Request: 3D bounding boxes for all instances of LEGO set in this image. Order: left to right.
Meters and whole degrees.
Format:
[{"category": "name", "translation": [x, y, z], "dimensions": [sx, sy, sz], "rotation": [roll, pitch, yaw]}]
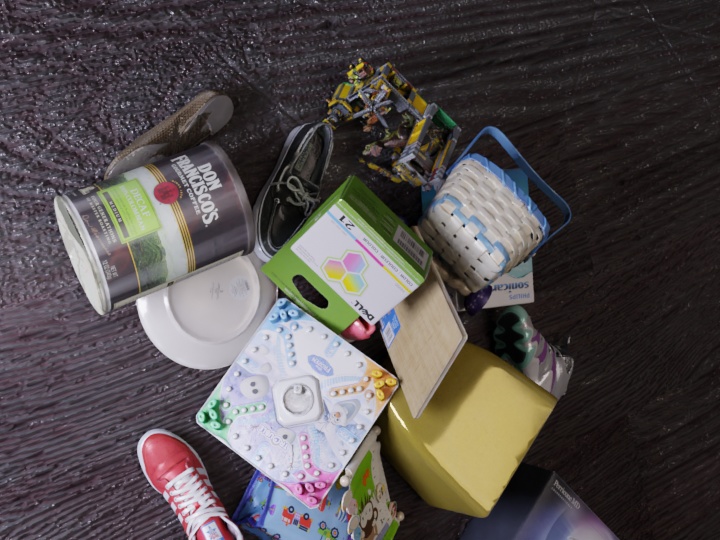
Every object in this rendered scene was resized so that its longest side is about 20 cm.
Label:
[{"category": "LEGO set", "translation": [0.036, -0.178, 1.312], "dimensions": [0.200, 0.152, 0.117], "rotation": [45, 52, -29]}]

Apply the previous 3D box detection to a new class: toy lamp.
[{"category": "toy lamp", "translation": [0.090, -0.015, 1.328], "dimensions": [0.199, 0.058, 0.059], "rotation": [38, 72, -10]}]

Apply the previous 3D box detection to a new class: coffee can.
[{"category": "coffee can", "translation": [-0.244, -0.053, 1.148], "dimensions": [0.198, 0.146, 0.149], "rotation": [-24, 102, -23]}]

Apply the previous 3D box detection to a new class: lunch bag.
[{"category": "lunch bag", "translation": [-0.061, 0.280, 1.304], "dimensions": [0.149, 0.094, 0.203], "rotation": [32, 66, -23]}]

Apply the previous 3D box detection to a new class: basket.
[{"category": "basket", "translation": [0.179, -0.086, 1.303], "dimensions": [0.177, 0.139, 0.200], "rotation": [47, 62, 4]}]

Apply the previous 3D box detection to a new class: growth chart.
[{"category": "growth chart", "translation": [0.015, 0.318, 1.309], "dimensions": [0.145, 0.017, 0.203], "rotation": [-59, 143, -50]}]

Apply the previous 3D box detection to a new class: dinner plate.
[{"category": "dinner plate", "translation": [-0.195, 0.028, 1.255], "dimensions": [0.197, 0.024, 0.204], "rotation": [0, 91, -31]}]

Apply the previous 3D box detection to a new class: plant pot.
[{"category": "plant pot", "translation": [0.114, 0.197, 1.343], "dimensions": [0.199, 0.195, 0.195], "rotation": [41, 71, -12]}]

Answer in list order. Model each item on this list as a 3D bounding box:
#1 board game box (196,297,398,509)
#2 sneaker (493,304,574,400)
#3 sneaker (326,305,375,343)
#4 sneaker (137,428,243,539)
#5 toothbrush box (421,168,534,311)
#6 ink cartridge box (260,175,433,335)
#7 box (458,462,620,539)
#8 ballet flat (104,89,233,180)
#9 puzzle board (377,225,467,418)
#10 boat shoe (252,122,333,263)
[{"category": "board game box", "translation": [-0.082, 0.168, 1.246], "dimensions": [0.198, 0.026, 0.201], "rotation": [34, 78, 9]}, {"category": "sneaker", "translation": [0.283, 0.124, 1.498], "dimensions": [0.139, 0.077, 0.203], "rotation": [-29, 121, -31]}, {"category": "sneaker", "translation": [0.000, 0.000, 1.330], "dimensions": [0.073, 0.086, 0.204], "rotation": [-1, 90, -30]}, {"category": "sneaker", "translation": [-0.207, 0.293, 1.194], "dimensions": [0.071, 0.112, 0.202], "rotation": [-33, 106, -11]}, {"category": "toothbrush box", "translation": [0.175, -0.046, 1.430], "dimensions": [0.144, 0.085, 0.204], "rotation": [-6, 92, -29]}, {"category": "ink cartridge box", "translation": [-0.027, 0.004, 1.216], "dimensions": [0.148, 0.200, 0.076], "rotation": [42, 30, -10]}, {"category": "box", "translation": [0.267, 0.433, 1.465], "dimensions": [0.200, 0.123, 0.200], "rotation": [45, 69, -22]}, {"category": "ballet flat", "translation": [-0.246, -0.165, 1.217], "dimensions": [0.200, 0.046, 0.068], "rotation": [-43, 141, -17]}, {"category": "puzzle board", "translation": [0.074, 0.065, 1.244], "dimensions": [0.017, 0.202, 0.152], "rotation": [5, 131, -26]}, {"category": "boat shoe", "translation": [-0.085, -0.106, 1.287], "dimensions": [0.073, 0.068, 0.202], "rotation": [33, 73, -28]}]
